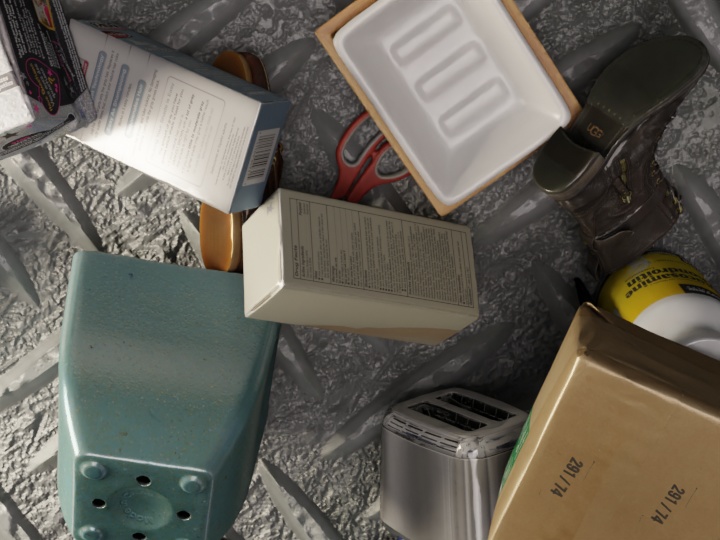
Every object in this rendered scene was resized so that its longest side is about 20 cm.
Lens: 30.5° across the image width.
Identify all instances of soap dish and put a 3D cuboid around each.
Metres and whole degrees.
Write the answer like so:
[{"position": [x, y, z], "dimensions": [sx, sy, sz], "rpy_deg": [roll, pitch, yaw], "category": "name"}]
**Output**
[{"position": [0.078, -0.175, 1.159], "dimensions": [0.156, 0.081, 0.201], "rpy_deg": [-34, 105, 9], "category": "soap dish"}]

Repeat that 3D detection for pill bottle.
[{"position": [0.280, 0.062, 1.178], "dimensions": [0.110, 0.200, 0.114], "rpy_deg": [-1, 108, -2], "category": "pill bottle"}]

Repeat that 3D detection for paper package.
[{"position": [0.221, 0.159, 1.057], "dimensions": [0.188, 0.104, 0.202], "rpy_deg": [23, 116, 6], "category": "paper package"}]

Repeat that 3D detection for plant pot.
[{"position": [-0.178, 0.134, 1.159], "dimensions": [0.193, 0.202, 0.198], "rpy_deg": [9, 131, -4], "category": "plant pot"}]

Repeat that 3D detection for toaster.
[{"position": [0.096, 0.192, 1.225], "dimensions": [0.112, 0.199, 0.131], "rpy_deg": [-14, 106, -31], "category": "toaster"}]

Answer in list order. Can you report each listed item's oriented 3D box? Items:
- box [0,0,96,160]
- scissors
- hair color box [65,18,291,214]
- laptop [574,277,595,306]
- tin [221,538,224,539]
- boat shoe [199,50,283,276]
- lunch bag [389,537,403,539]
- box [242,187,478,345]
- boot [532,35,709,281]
[{"position": [-0.345, -0.152, 1.101], "dimensions": [0.197, 0.115, 0.134], "rpy_deg": [-18, 91, 18], "category": "box"}, {"position": [-0.025, -0.063, 1.229], "dimensions": [0.073, 0.014, 0.200], "rpy_deg": [39, 104, -15], "category": "scissors"}, {"position": [-0.167, -0.135, 1.134], "dimensions": [0.198, 0.060, 0.100], "rpy_deg": [25, 108, 18], "category": "hair color box"}, {"position": [0.192, 0.138, 1.212], "dimensions": [0.102, 0.178, 0.203], "rpy_deg": [-15, 109, 3], "category": "laptop"}, {"position": [-0.129, 0.347, 1.345], "dimensions": [0.199, 0.042, 0.113], "rpy_deg": [36, 100, -12], "category": "tin"}, {"position": [-0.103, -0.096, 1.191], "dimensions": [0.070, 0.070, 0.203], "rpy_deg": [-8, 111, -41], "category": "boat shoe"}, {"position": [0.060, 0.374, 1.335], "dimensions": [0.160, 0.083, 0.201], "rpy_deg": [-36, 105, 9], "category": "lunch bag"}, {"position": [0.000, 0.000, 1.161], "dimensions": [0.197, 0.096, 0.078], "rpy_deg": [11, 153, -28], "category": "box"}, {"position": [0.249, -0.096, 1.175], "dimensions": [0.200, 0.069, 0.174], "rpy_deg": [-43, 138, 8], "category": "boot"}]
